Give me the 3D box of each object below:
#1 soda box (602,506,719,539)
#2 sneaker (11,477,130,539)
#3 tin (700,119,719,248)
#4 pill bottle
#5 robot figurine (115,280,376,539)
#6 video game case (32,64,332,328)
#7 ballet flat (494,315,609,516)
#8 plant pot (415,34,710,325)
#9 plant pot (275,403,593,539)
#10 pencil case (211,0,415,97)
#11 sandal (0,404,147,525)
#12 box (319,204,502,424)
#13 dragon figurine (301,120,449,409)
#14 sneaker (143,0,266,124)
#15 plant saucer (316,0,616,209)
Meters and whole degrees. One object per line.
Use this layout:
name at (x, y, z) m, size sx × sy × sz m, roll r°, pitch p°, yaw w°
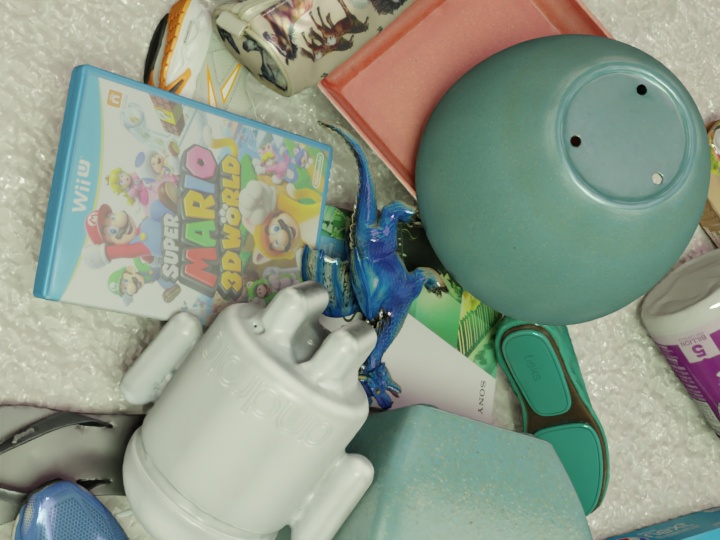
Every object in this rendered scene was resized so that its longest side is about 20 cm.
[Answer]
soda box at (0.255, 0.252, 0.897) m, size 0.199 × 0.064 × 0.068 m, roll -7°, pitch 87°, yaw -27°
sneaker at (-0.140, 0.214, 0.649) m, size 0.078 × 0.089 × 0.201 m, roll -27°, pitch 86°, yaw -38°
tin at (0.374, -0.053, 1.010) m, size 0.112 × 0.042 × 0.200 m, roll -45°, pitch 104°, yaw -28°
pill bottle at (0.340, 0.088, 0.933) m, size 0.112 × 0.112 × 0.200 m, roll -41°, pitch 102°, yaw -24°
robot figurine at (-0.073, 0.101, 0.678) m, size 0.169 × 0.113 × 0.200 m, roll 39°, pitch 102°, yaw 12°
video game case at (-0.107, -0.036, 0.707) m, size 0.199 × 0.018 × 0.144 m, roll 13°, pitch 83°, yaw -40°
ballet flat at (0.158, 0.105, 0.861) m, size 0.071 × 0.067 × 0.201 m, roll -65°, pitch 140°, yaw -54°
plant pot at (0.147, -0.070, 0.705) m, size 0.199 × 0.135 × 0.202 m, roll 1°, pitch 82°, yaw -9°
plant pot at (0.045, 0.204, 0.735) m, size 0.195 × 0.196 × 0.201 m, roll 18°, pitch 70°, yaw -23°
pencil case at (-0.007, -0.200, 0.732) m, size 0.200 × 0.078 × 0.090 m, roll -41°, pitch 147°, yaw -11°
sandal at (-0.195, 0.122, 0.703) m, size 0.199 × 0.043 × 0.077 m, roll -4°, pitch 85°, yaw -27°
box at (0.018, 0.035, 0.823) m, size 0.199 × 0.036 × 0.145 m, roll 12°, pitch 79°, yaw -26°
dragon figurine at (0.000, 0.000, 0.752) m, size 0.099 × 0.059 × 0.201 m, roll -36°, pitch 116°, yaw -38°
sneaker at (-0.112, -0.088, 0.756) m, size 0.092 × 0.076 × 0.201 m, roll 19°, pitch 77°, yaw -28°
plant saucer at (0.098, -0.123, 0.791) m, size 0.199 × 0.037 × 0.200 m, roll -42°, pitch 91°, yaw -13°
